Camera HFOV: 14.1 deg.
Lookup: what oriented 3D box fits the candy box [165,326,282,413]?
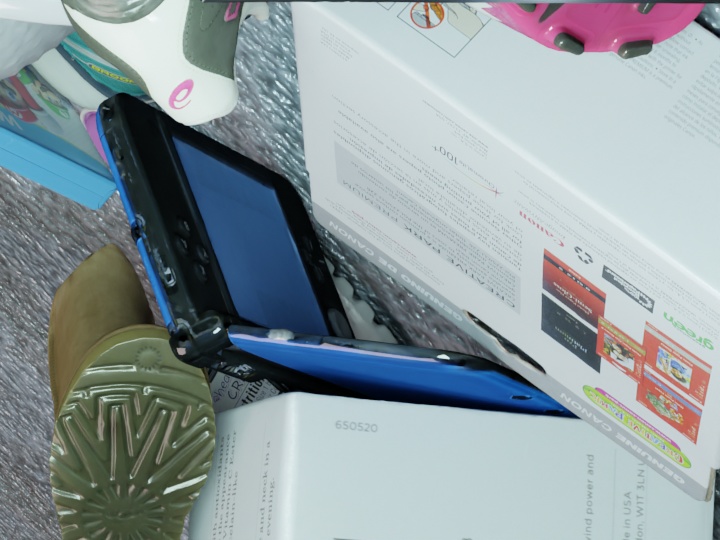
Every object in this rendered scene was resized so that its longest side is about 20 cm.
[{"bbox_3d":[-0.013,0.098,1.421,0.200,0.061,0.136,35,161,-15],"label":"candy box"}]

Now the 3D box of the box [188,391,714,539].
[{"bbox_3d":[0.034,0.162,1.226,0.200,0.199,0.131,6,170,-21],"label":"box"}]

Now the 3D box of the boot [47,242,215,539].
[{"bbox_3d":[-0.110,0.049,1.281,0.200,0.066,0.175,-102,21,-56],"label":"boot"}]

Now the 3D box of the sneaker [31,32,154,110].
[{"bbox_3d":[-0.139,-0.150,1.240,0.200,0.078,0.080,41,154,-22],"label":"sneaker"}]

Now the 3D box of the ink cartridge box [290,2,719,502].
[{"bbox_3d":[0.077,-0.029,1.049,0.200,0.084,0.176,37,160,17],"label":"ink cartridge box"}]

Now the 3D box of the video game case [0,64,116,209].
[{"bbox_3d":[-0.193,-0.116,1.266,0.143,0.018,0.200,27,-158,-44],"label":"video game case"}]

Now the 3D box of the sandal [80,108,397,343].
[{"bbox_3d":[-0.064,-0.007,1.387,0.203,0.050,0.082,41,158,8],"label":"sandal"}]

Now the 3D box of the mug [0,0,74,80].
[{"bbox_3d":[-0.149,-0.128,1.085,0.200,0.175,0.148,11,114,14],"label":"mug"}]

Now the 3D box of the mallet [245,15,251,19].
[{"bbox_3d":[-0.116,-0.178,1.185,0.200,0.041,0.066,52,154,-10],"label":"mallet"}]

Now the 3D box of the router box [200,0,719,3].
[{"bbox_3d":[0.066,-0.120,0.768,0.157,0.200,0.052,134,132,-68],"label":"router box"}]

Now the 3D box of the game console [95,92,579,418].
[{"bbox_3d":[0.000,0.000,1.219,0.200,0.118,0.171,27,-140,-67],"label":"game console"}]

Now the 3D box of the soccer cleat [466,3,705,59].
[{"bbox_3d":[0.027,-0.123,0.913,0.200,0.070,0.086,10,-149,-37],"label":"soccer cleat"}]

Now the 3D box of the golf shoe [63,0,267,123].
[{"bbox_3d":[-0.069,-0.123,0.993,0.077,0.200,0.088,-20,117,17],"label":"golf shoe"}]
